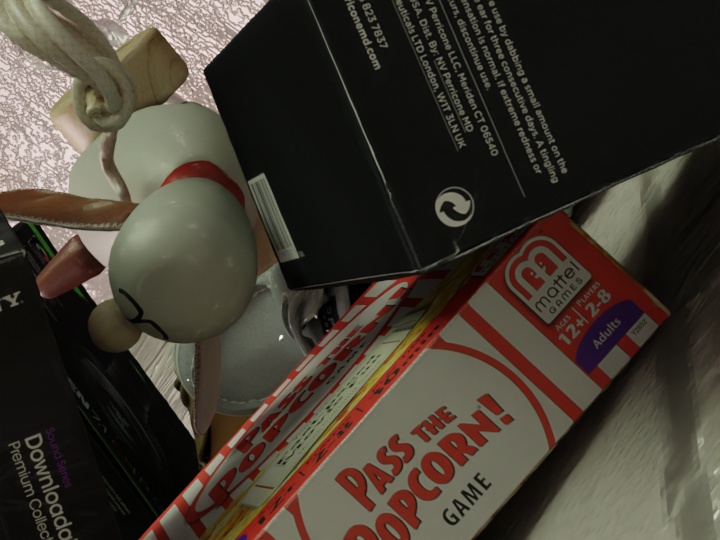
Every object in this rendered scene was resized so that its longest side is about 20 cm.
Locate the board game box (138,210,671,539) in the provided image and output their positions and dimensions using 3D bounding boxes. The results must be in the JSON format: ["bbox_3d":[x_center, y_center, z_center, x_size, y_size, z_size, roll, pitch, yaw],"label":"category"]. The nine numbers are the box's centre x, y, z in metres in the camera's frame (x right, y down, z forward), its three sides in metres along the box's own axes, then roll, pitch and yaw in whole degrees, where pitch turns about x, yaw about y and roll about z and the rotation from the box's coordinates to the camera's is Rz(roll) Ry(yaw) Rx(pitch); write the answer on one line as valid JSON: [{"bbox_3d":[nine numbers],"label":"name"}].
[{"bbox_3d":[0.002,0.053,0.715,0.152,0.046,0.200,-48,6,-7],"label":"board game box"}]

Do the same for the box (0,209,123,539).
[{"bbox_3d":[-0.097,0.062,0.709,0.036,0.200,0.143,-22,26,-12],"label":"box"}]

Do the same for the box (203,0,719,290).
[{"bbox_3d":[0.045,-0.057,0.635,0.141,0.079,0.200,-21,2,-10],"label":"box"}]

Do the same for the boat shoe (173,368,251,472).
[{"bbox_3d":[-0.044,0.053,1.010,0.076,0.074,0.200,-53,6,22],"label":"boat shoe"}]

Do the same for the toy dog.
[{"bbox_3d":[-0.077,-0.010,0.787,0.096,0.132,0.200,-43,-8,9],"label":"toy dog"}]

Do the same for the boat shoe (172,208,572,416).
[{"bbox_3d":[0.001,0.000,0.877,0.201,0.070,0.072,-36,17,28],"label":"boat shoe"}]

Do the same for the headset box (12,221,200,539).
[{"bbox_3d":[-0.139,0.081,1.055,0.093,0.174,0.200,-35,7,4],"label":"headset box"}]
